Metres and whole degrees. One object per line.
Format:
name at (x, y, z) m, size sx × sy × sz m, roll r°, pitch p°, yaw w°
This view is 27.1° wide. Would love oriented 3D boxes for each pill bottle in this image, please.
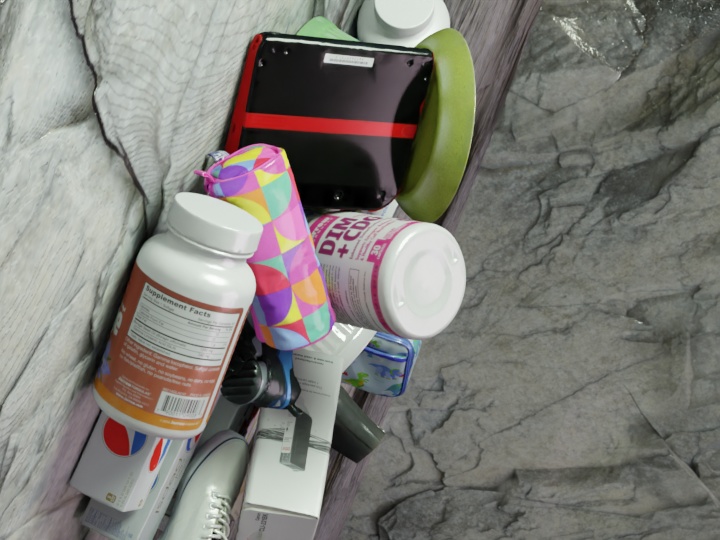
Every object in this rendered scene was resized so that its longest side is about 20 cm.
pill bottle at (0.000, 0.000, 1.504) m, size 0.112 × 0.199 × 0.115 m, roll -8°, pitch 101°, yaw -41°
pill bottle at (0.050, -0.270, 1.779) m, size 0.112 × 0.110 × 0.200 m, roll -63°, pitch 171°, yaw -17°
pill bottle at (-0.159, 0.039, 1.339) m, size 0.112 × 0.111 × 0.202 m, roll -34°, pitch 147°, yaw -73°

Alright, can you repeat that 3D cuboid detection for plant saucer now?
plant saucer at (0.063, -0.149, 1.530) m, size 0.200 × 0.031 × 0.203 m, roll -173°, pitch -90°, yaw -70°

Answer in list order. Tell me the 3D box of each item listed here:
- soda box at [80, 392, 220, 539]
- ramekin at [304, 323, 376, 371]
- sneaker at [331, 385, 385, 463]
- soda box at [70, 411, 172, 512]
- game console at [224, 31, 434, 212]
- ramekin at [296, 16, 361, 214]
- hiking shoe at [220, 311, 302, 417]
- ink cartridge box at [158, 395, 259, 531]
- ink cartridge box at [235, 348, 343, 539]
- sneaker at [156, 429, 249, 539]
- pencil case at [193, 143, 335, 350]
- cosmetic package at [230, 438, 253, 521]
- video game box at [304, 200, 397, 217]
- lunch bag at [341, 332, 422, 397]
soda box at (-0.208, 0.180, 1.529) m, size 0.202 × 0.063 × 0.068 m, roll -64°, pitch 171°, yaw -6°
ramekin at (-0.065, 0.066, 1.807) m, size 0.200 × 0.105 × 0.200 m, roll -45°, pitch -170°, yaw 10°
sneaker at (-0.042, 0.191, 1.853) m, size 0.075 × 0.106 × 0.200 m, roll -47°, pitch -172°, yaw -13°
soda box at (-0.207, 0.130, 1.454) m, size 0.068 × 0.063 × 0.202 m, roll 38°, pitch 75°, yaw -81°
game console at (-0.033, -0.142, 1.462) m, size 0.031 × 0.198 × 0.179 m, roll 47°, pitch -51°, yaw 51°
ramekin at (-0.038, -0.157, 1.588) m, size 0.200 × 0.097 × 0.202 m, roll 90°, pitch 26°, yaw -69°
hiking shoe at (-0.113, 0.057, 1.527) m, size 0.074 × 0.086 × 0.202 m, roll -31°, pitch -128°, yaw 29°
ink cartridge box at (-0.185, 0.198, 1.699) m, size 0.202 × 0.083 × 0.176 m, roll -62°, pitch 171°, yaw -19°
ink cartridge box at (-0.079, 0.207, 1.628) m, size 0.145 × 0.083 × 0.202 m, roll 105°, pitch -5°, yaw -54°
sneaker at (-0.161, 0.267, 1.559) m, size 0.073 × 0.070 × 0.202 m, roll 31°, pitch 81°, yaw -40°
pencil case at (-0.088, -0.022, 1.416) m, size 0.089 × 0.087 × 0.202 m, roll -54°, pitch 131°, yaw -52°
cosmetic package at (-0.156, 0.217, 1.966) m, size 0.104 × 0.072 × 0.202 m, roll 82°, pitch 32°, yaw -72°
video game box at (-0.022, -0.082, 1.723) m, size 0.199 × 0.047 × 0.184 m, roll 0°, pitch -122°, yaw 59°
lunch bag at (-0.017, 0.085, 2.031) m, size 0.161 × 0.198 × 0.083 m, roll 105°, pitch 6°, yaw -55°
